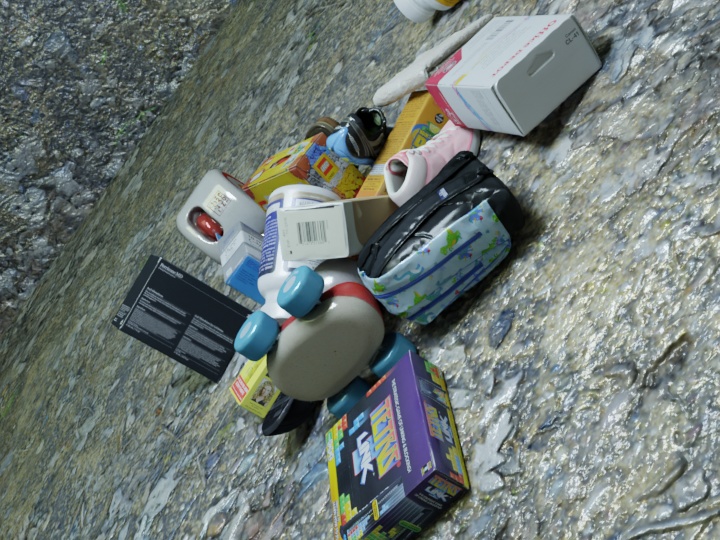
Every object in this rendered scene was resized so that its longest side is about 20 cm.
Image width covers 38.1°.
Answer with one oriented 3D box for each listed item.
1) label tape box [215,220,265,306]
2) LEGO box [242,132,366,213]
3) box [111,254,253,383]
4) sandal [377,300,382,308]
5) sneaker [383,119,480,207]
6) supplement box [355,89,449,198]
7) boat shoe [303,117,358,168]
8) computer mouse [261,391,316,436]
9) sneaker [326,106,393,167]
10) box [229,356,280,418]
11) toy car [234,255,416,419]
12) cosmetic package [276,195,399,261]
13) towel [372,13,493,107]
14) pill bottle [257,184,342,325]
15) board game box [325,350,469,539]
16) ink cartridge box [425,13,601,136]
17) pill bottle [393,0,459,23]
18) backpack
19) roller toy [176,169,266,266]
[{"bbox_3d":[-0.155,-0.011,1.695,0.063,0.144,0.200,-51,25,13],"label":"label tape box"},{"bbox_3d":[-0.078,-0.122,1.658,0.077,0.149,0.200,-53,20,-24],"label":"LEGO box"},{"bbox_3d":[-0.305,0.083,1.800,0.142,0.199,0.079,-60,24,-6],"label":"box"},{"bbox_3d":[-0.001,0.000,1.508,0.075,0.048,0.201,-48,25,19],"label":"sandal"},{"bbox_3d":[0.097,-0.158,1.447,0.075,0.104,0.201,-24,40,53],"label":"sneaker"},{"bbox_3d":[0.071,-0.170,1.552,0.069,0.066,0.201,6,67,63],"label":"supplement box"},{"bbox_3d":[-0.041,-0.188,1.672,0.068,0.072,0.200,-55,-18,-24],"label":"boat shoe"},{"bbox_3d":[-0.060,0.148,1.457,0.140,0.046,0.201,-38,20,46],"label":"computer mouse"},{"bbox_3d":[0.021,-0.205,1.592,0.083,0.071,0.199,-55,-18,19],"label":"sneaker"},{"bbox_3d":[-0.121,0.121,1.591,0.201,0.050,0.075,-57,25,3],"label":"box"},{"bbox_3d":[-0.040,0.056,1.368,0.177,0.184,0.201,-44,21,28],"label":"toy car"},{"bbox_3d":[-0.019,-0.060,1.409,0.105,0.200,0.072,-4,95,25],"label":"cosmetic package"},{"bbox_3d":[0.116,-0.323,1.597,0.200,0.035,0.132,-42,12,-34],"label":"towel"},{"bbox_3d":[-0.088,-0.012,1.505,0.115,0.115,0.201,-21,57,53],"label":"pill bottle"},{"bbox_3d":[0.035,0.215,1.183,0.165,0.057,0.200,-48,26,23],"label":"board game box"},{"bbox_3d":[0.194,-0.258,1.363,0.147,0.086,0.200,-42,24,-8],"label":"ink cartridge box"},{"bbox_3d":[0.147,-0.513,1.757,0.200,0.112,0.113,-37,31,37],"label":"pill bottle"},{"bbox_3d":[0.092,-0.032,1.279,0.199,0.154,0.163,-30,29,-4],"label":"backpack"},{"bbox_3d":[-0.223,-0.088,1.868,0.140,0.182,0.200,-54,24,6],"label":"roller toy"}]
